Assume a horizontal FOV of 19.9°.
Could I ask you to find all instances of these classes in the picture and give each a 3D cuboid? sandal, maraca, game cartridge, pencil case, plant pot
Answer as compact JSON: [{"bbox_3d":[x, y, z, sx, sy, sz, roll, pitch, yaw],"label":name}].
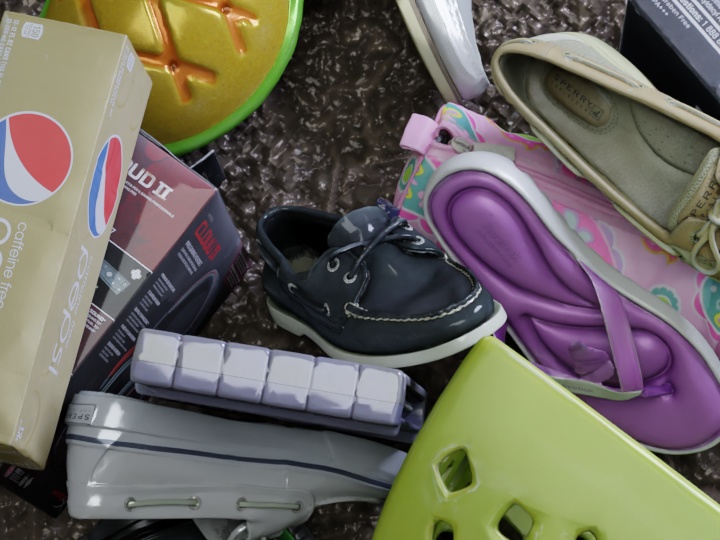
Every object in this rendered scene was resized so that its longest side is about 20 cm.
[{"bbox_3d":[0.103,0.028,1.039,0.203,0.050,0.082,43,125,-6],"label":"sandal"},{"bbox_3d":[-0.091,-0.148,1.122,0.137,0.107,0.200,39,81,10],"label":"maraca"},{"bbox_3d":[-0.036,0.059,1.016,0.129,0.200,0.039,5,84,6],"label":"game cartridge"},{"bbox_3d":[0.112,-0.021,1.086,0.199,0.087,0.088,23,78,9],"label":"pencil case"},{"bbox_3d":[0.091,0.168,0.986,0.200,0.199,0.182,36,87,12],"label":"plant pot"}]

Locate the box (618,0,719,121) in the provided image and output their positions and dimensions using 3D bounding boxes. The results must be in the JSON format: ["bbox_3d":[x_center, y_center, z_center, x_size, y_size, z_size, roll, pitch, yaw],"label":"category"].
[{"bbox_3d":[0.275,-0.109,1.078,0.198,0.123,0.200,-37,77,-5],"label":"box"}]

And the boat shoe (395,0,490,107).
[{"bbox_3d":[0.042,-0.188,1.140,0.068,0.075,0.201,-19,74,5],"label":"boat shoe"}]

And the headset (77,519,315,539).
[{"bbox_3d":[-0.116,0.173,1.070,0.199,0.094,0.124,8,70,-9],"label":"headset"}]

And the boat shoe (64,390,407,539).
[{"bbox_3d":[-0.065,0.107,1.034,0.200,0.073,0.067,13,83,-32],"label":"boat shoe"}]

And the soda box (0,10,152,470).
[{"bbox_3d":[-0.157,-0.013,0.957,0.064,0.068,0.201,11,76,8],"label":"soda box"}]

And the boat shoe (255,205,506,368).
[{"bbox_3d":[0.002,-0.001,1.033,0.074,0.199,0.066,-25,108,-18],"label":"boat shoe"}]

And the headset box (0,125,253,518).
[{"bbox_3d":[-0.138,0.019,1.060,0.075,0.149,0.200,36,80,12],"label":"headset box"}]

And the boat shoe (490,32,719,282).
[{"bbox_3d":[0.149,-0.050,1.003,0.201,0.063,0.073,43,113,22],"label":"boat shoe"}]
